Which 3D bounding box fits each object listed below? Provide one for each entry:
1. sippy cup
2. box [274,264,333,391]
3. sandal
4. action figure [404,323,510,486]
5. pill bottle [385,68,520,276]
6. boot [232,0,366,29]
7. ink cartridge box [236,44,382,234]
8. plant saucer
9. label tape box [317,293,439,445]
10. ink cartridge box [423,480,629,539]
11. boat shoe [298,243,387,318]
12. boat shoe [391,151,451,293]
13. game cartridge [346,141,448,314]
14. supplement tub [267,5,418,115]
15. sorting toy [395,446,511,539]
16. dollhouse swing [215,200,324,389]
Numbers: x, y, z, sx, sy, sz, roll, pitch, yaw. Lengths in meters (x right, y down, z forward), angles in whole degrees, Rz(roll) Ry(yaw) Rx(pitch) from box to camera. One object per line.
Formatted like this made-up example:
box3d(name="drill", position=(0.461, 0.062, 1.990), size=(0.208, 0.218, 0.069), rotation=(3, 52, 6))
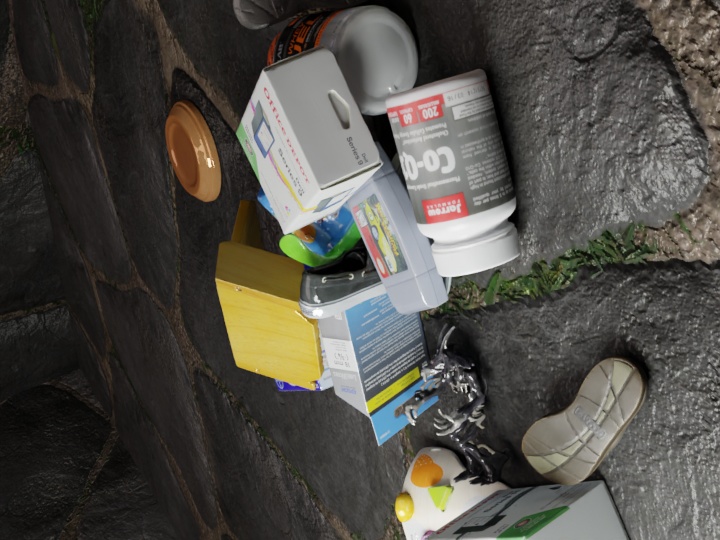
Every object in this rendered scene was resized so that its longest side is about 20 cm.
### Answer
box3d(name="sippy cup", position=(-0.060, -0.097, 1.197), size=(0.130, 0.140, 0.178), rotation=(35, -170, -19))
box3d(name="box", position=(-0.092, 0.085, 1.471), size=(0.183, 0.104, 0.203), rotation=(-14, 95, 62))
box3d(name="sandal", position=(0.247, 0.160, 0.975), size=(0.082, 0.054, 0.201), rotation=(47, 131, 25))
box3d(name="action figure", position=(0.119, 0.177, 1.161), size=(0.203, 0.101, 0.119), rotation=(70, 164, -5))
box3d(name="pill bottle", position=(0.104, -0.104, 0.978), size=(0.113, 0.113, 0.203), rotation=(1, 110, 60))
box3d(name="boot", position=(-0.049, -0.351, 1.095), size=(0.151, 0.197, 0.074), rotation=(-81, -29, -67))
box3d(name="ink cartridge box", position=(-0.064, -0.143, 1.036), size=(0.147, 0.087, 0.200), rotation=(64, 159, 2))
box3d(name="plant saucer", position=(-0.332, -0.229, 1.763), size=(0.200, 0.037, 0.203), rotation=(39, 140, 43))
box3d(name="label tape box", position=(0.024, 0.111, 1.228), size=(0.063, 0.143, 0.203), rotation=(1, 110, 43))
box3d(name="ink cartridge box", position=(0.189, 0.319, 1.061), size=(0.199, 0.145, 0.084), rotation=(-28, 85, 55))
box3d(name="boat shoe", position=(0.000, 0.000, 1.149), size=(0.068, 0.199, 0.058), rotation=(18, 121, 37))
box3d(name="boat shoe", position=(0.082, -0.054, 1.108), size=(0.071, 0.069, 0.203), rotation=(33, 142, 46))
box3d(name="game cartridge", position=(0.036, -0.046, 1.073), size=(0.202, 0.040, 0.133), rotation=(66, 160, 0))
box3d(name="supplement tub", position=(-0.029, -0.255, 1.106), size=(0.199, 0.121, 0.124), rotation=(17, 123, 56))
box3d(name="sorting toy", position=(0.155, 0.358, 1.251), size=(0.178, 0.106, 0.203), rotation=(-11, 99, 43))
box3d(name="dollhouse swing", position=(-0.110, 0.024, 1.278), size=(0.179, 0.177, 0.202), rotation=(15, 142, 15))
